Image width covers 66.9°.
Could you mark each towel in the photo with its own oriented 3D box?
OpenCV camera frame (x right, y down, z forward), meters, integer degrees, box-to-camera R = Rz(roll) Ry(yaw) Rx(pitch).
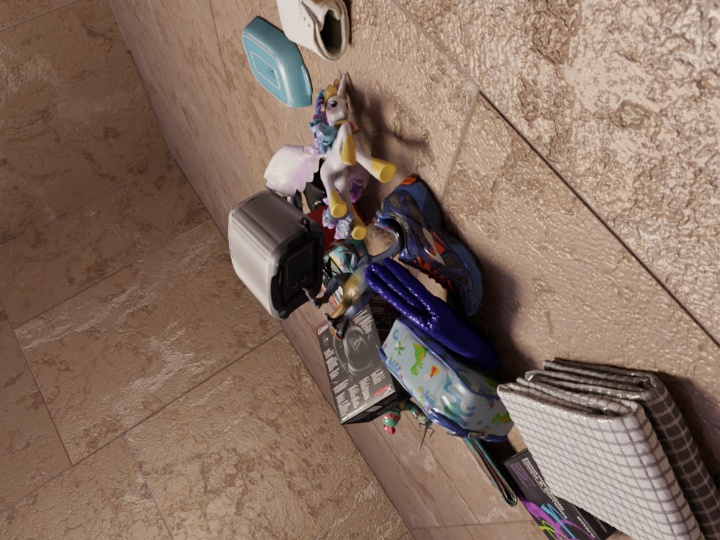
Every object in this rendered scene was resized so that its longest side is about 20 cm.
[{"bbox_3d":[0.103,0.059,0.737,0.147,0.050,0.199,38,-178,41],"label":"towel"},{"bbox_3d":[0.219,0.343,0.981,0.148,0.021,0.200,56,176,15],"label":"towel"},{"bbox_3d":[0.257,0.183,0.570,0.168,0.085,0.199,60,162,-8],"label":"towel"}]

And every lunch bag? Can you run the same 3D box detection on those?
[{"bbox_3d":[0.131,0.158,0.792,0.159,0.083,0.200,21,-166,-40],"label":"lunch bag"}]

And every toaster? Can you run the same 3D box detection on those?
[{"bbox_3d":[-0.132,-0.031,0.847,0.129,0.113,0.202,38,146,25],"label":"toaster"}]

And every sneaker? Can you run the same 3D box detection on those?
[{"bbox_3d":[-0.066,-0.348,0.642,0.116,0.073,0.201,45,168,36],"label":"sneaker"},{"bbox_3d":[0.088,-0.021,0.719,0.202,0.078,0.075,56,164,11],"label":"sneaker"},{"bbox_3d":[-0.072,-0.145,1.018,0.200,0.059,0.106,48,159,52],"label":"sneaker"}]

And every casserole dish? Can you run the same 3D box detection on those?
[{"bbox_3d":[-0.147,-0.348,0.926,0.200,0.038,0.122,46,159,37],"label":"casserole dish"}]

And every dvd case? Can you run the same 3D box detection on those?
[{"bbox_3d":[-0.057,0.042,1.195,0.147,0.022,0.201,52,165,32],"label":"dvd case"}]

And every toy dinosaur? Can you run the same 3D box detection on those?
[{"bbox_3d":[0.000,0.000,0.853,0.105,0.181,0.200,48,169,13],"label":"toy dinosaur"}]

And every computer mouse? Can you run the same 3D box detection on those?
[{"bbox_3d":[0.006,0.053,1.014,0.198,0.044,0.110,30,160,7],"label":"computer mouse"}]

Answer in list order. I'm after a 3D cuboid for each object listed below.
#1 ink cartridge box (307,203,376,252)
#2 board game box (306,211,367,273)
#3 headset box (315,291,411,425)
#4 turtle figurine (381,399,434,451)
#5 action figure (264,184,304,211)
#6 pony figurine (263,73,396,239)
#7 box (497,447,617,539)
[{"bbox_3d":[-0.070,-0.062,0.948,0.068,0.116,0.199,57,142,-1],"label":"ink cartridge box"},{"bbox_3d":[-0.031,-0.028,1.114,0.150,0.046,0.203,22,139,64],"label":"board game box"},{"bbox_3d":[0.008,0.138,0.931,0.148,0.076,0.203,-40,55,36],"label":"headset box"},{"bbox_3d":[0.073,0.210,0.981,0.202,0.099,0.151,-83,-23,-45],"label":"turtle figurine"},{"bbox_3d":[-0.159,-0.107,1.088,0.195,0.102,0.203,-82,-5,-56],"label":"action figure"},{"bbox_3d":[-0.033,-0.143,0.757,0.195,0.163,0.202,116,145,-41],"label":"pony figurine"},{"bbox_3d":[0.286,0.339,0.826,0.144,0.036,0.201,53,162,21],"label":"box"}]
